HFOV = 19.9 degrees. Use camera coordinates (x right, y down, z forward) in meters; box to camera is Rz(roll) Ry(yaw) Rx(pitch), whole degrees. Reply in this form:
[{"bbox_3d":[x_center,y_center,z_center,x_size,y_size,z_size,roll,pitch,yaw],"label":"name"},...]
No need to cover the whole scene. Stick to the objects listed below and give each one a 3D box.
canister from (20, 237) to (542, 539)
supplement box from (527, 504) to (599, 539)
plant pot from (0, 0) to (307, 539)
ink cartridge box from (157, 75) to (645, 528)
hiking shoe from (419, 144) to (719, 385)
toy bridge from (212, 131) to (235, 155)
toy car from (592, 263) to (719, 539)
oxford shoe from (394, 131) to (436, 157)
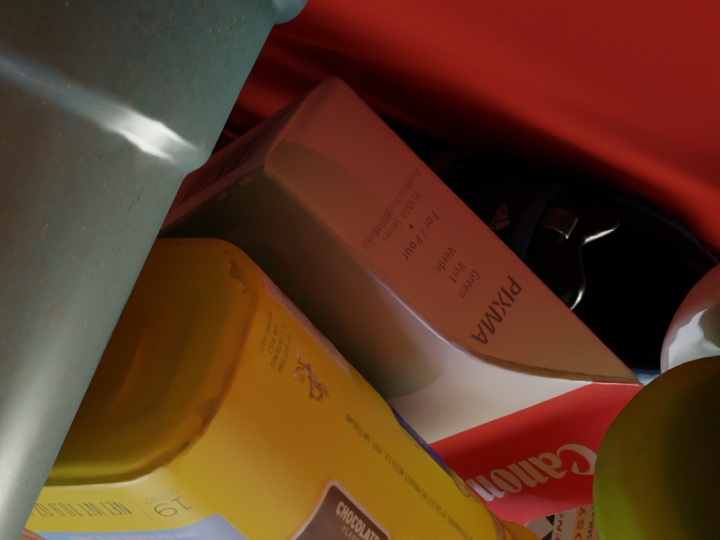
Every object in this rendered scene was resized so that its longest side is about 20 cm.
[{"bbox_3d":[-0.039,0.077,0.623,0.147,0.087,0.200,-3,145,35],"label":"canister"},{"bbox_3d":[0.125,0.101,0.854,0.073,0.127,0.200,20,157,-20],"label":"supplement box"},{"bbox_3d":[-0.136,-0.009,0.483,0.199,0.198,0.200,19,176,2],"label":"plant pot"},{"bbox_3d":[0.011,0.045,0.652,0.200,0.050,0.161,46,147,-11],"label":"ink cartridge box"},{"bbox_3d":[0.097,0.024,0.681,0.199,0.075,0.086,23,176,-40],"label":"hiking shoe"},{"bbox_3d":[0.000,0.000,0.822,0.200,0.067,0.027,43,-170,36],"label":"toy bridge"},{"bbox_3d":[0.163,0.066,0.523,0.198,0.176,0.150,20,142,-4],"label":"toy car"},{"bbox_3d":[0.050,0.015,0.746,0.199,0.085,0.072,21,175,-36],"label":"oxford shoe"}]
